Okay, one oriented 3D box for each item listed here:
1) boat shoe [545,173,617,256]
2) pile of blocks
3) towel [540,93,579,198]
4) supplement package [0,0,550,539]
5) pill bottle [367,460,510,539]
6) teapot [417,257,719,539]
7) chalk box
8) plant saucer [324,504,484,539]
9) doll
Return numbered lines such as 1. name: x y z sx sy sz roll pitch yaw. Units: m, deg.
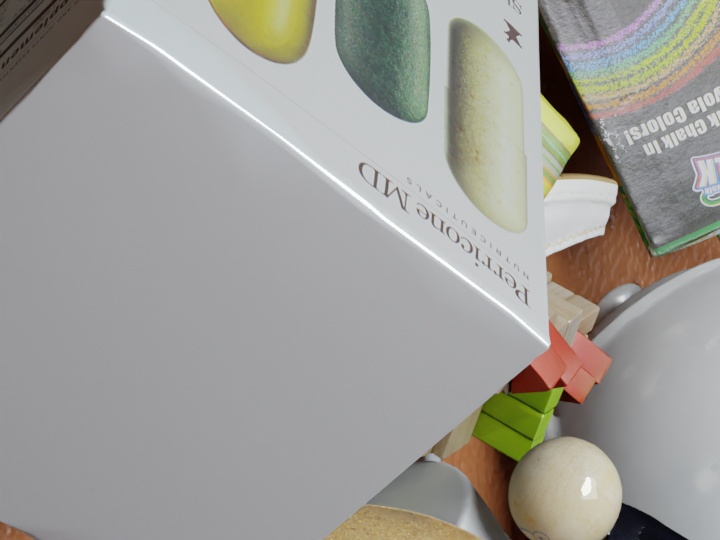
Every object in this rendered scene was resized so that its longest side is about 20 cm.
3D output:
1. boat shoe: 0.024 0.002 0.963 0.199 0.071 0.070 -12 95 -38
2. pile of blocks: 0.045 0.037 0.860 0.082 0.062 0.200 -62 160 2
3. towel: 0.000 0.000 0.894 0.086 0.018 0.200 43 70 -24
4. supplement package: -0.049 -0.036 0.710 0.152 0.151 0.200 36 31 -22
5. pill bottle: 0.050 0.175 0.909 0.200 0.113 0.114 55 45 -22
6. teapot: 0.144 0.065 1.027 0.146 0.197 0.200 50 9 25
7. chalk box: 0.150 -0.100 1.051 0.124 0.124 0.201 -98 163 -58
8. plant saucer: -0.006 0.179 0.815 0.199 0.035 0.202 -2 97 -14
9. doll: 0.119 0.130 0.880 0.048 0.136 0.200 -43 118 -8
